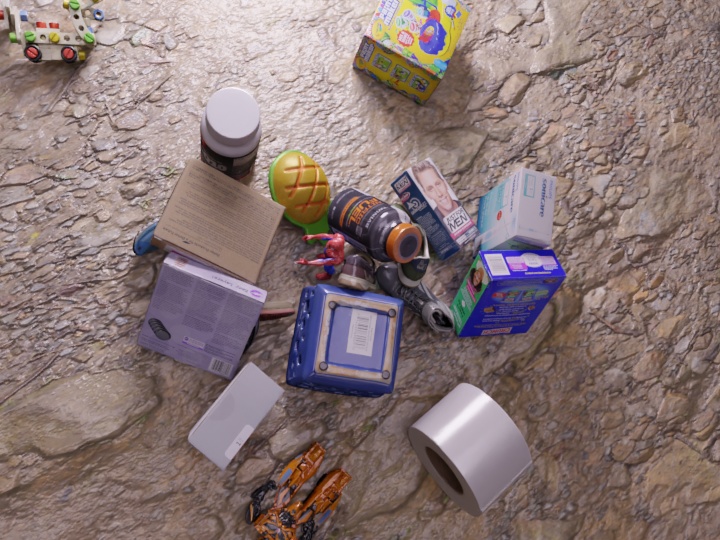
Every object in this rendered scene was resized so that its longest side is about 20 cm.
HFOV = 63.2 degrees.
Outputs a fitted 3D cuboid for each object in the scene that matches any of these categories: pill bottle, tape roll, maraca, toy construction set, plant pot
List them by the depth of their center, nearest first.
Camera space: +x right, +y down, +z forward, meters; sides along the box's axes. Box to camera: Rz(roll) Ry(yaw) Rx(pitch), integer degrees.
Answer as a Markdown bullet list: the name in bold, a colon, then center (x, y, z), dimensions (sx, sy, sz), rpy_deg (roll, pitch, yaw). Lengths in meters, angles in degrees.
- **plant pot**: center (-0.023, 0.132, 1.103), dimensions (0.197, 0.180, 0.204), rpy_deg (11, 78, -11)
- **pill bottle**: center (-0.247, -0.254, 1.109), dimensions (0.112, 0.200, 0.116), rpy_deg (3, 78, -14)
- **tape roll**: center (0.205, 0.338, 1.114), dimensions (0.138, 0.203, 0.204), rpy_deg (-35, 89, -19)
- **toy construction set**: center (-0.589, -0.466, 1.116), dimensions (0.196, 0.092, 0.134), rpy_deg (-3, 104, -8)
- **pill bottle**: center (0.030, -0.083, 1.133), dimensions (0.105, 0.199, 0.108), rpy_deg (-19, 123, -32)
- **maraca**: center (-0.110, -0.146, 1.179), dimensions (0.137, 0.106, 0.201), rpy_deg (-48, 117, -29)

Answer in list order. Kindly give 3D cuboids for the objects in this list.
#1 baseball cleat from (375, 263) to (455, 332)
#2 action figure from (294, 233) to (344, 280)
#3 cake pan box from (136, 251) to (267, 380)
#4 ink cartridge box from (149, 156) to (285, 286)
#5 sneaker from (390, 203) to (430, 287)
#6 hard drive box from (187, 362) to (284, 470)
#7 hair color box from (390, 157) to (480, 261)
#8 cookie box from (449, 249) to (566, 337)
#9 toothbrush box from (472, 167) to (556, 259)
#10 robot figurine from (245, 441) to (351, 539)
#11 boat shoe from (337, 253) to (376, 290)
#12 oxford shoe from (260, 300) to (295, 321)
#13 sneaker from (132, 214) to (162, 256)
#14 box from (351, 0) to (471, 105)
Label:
- **baseball cleat**: center (0.117, 0.055, 1.195), dimensions (0.199, 0.106, 0.070), rpy_deg (34, 95, -5)
- **action figure**: center (-0.083, -0.029, 1.109), dimensions (0.097, 0.200, 0.066), rpy_deg (4, 77, -13)
- **cake pan box**: center (-0.283, 0.087, 1.056), dimensions (0.197, 0.053, 0.186), rpy_deg (22, 117, -8)
- **ink cartridge box**: center (-0.259, -0.083, 1.075), dimensions (0.198, 0.075, 0.167), rpy_deg (28, 70, -20)
- **sneaker**: center (0.101, -0.073, 1.193), dimensions (0.066, 0.090, 0.203), rpy_deg (1, 56, -20)
- **hard drive box**: center (-0.220, 0.248, 1.016), dimensions (0.077, 0.200, 0.156), rpy_deg (40, 72, -4)
- **hair color box**: center (0.162, -0.132, 1.253), dimensions (0.100, 0.060, 0.201), rpy_deg (-34, 89, -45)
- **cookie box**: center (0.292, 0.049, 1.193), dimensions (0.168, 0.201, 0.076), rpy_deg (-2, 51, -16)
- **toothbrush box**: center (0.322, -0.106, 1.236), dimensions (0.084, 0.200, 0.149), rpy_deg (13, 76, -12)
- **robot figurine**: center (-0.117, 0.427, 1.082), dimensions (0.145, 0.058, 0.200), rpy_deg (44, 71, -2)
- **boat shoe**: center (0.000, 0.000, 1.126), dimensions (0.071, 0.200, 0.066), rpy_deg (18, 94, 9)
- **oxford shoe**: center (-0.222, 0.054, 1.124), dimensions (0.196, 0.071, 0.075), rpy_deg (6, 71, -15)
- **sneaker**: center (-0.333, -0.067, 1.114), dimensions (0.198, 0.078, 0.091), rpy_deg (-23, 89, -18)
- **box**: center (0.112, -0.520, 1.304), dimensions (0.190, 0.122, 0.203), rpy_deg (25, 73, -8)
